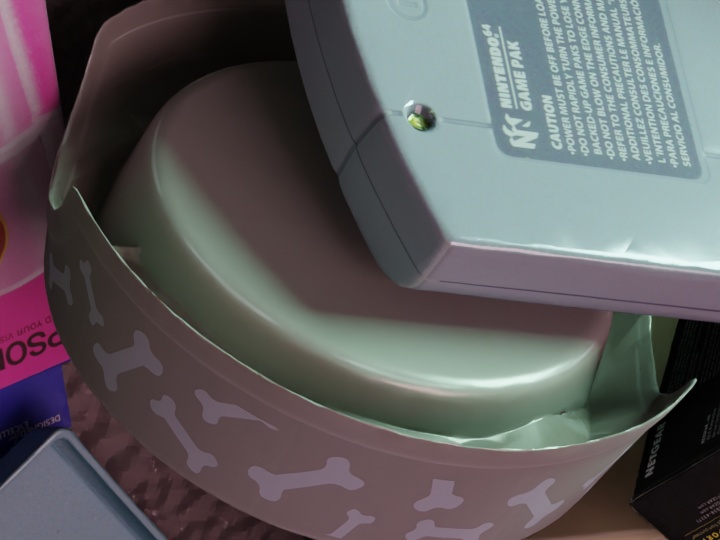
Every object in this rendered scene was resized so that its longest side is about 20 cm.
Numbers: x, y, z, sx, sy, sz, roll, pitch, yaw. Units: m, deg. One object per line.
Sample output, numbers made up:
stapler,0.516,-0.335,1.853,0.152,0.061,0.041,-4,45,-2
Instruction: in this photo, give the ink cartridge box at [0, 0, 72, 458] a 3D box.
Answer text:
ink cartridge box,-0.132,-0.011,0.838,0.095,0.037,0.200,-24,129,-27

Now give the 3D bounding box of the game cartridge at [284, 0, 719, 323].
game cartridge,0.043,-0.077,0.827,0.133,0.200,0.041,9,144,-28

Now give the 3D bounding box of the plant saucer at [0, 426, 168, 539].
plant saucer,-0.081,0.125,0.957,0.070,0.019,0.200,-44,136,-8

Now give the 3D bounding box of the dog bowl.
dog bowl,0.000,0.000,0.821,0.200,0.200,0.059,-5,136,-36

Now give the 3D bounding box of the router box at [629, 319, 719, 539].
router box,0.167,0.039,0.879,0.149,0.200,0.051,41,130,-16

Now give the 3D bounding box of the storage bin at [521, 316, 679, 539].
storage bin,0.093,0.078,0.961,0.199,0.093,0.200,-77,152,-43
